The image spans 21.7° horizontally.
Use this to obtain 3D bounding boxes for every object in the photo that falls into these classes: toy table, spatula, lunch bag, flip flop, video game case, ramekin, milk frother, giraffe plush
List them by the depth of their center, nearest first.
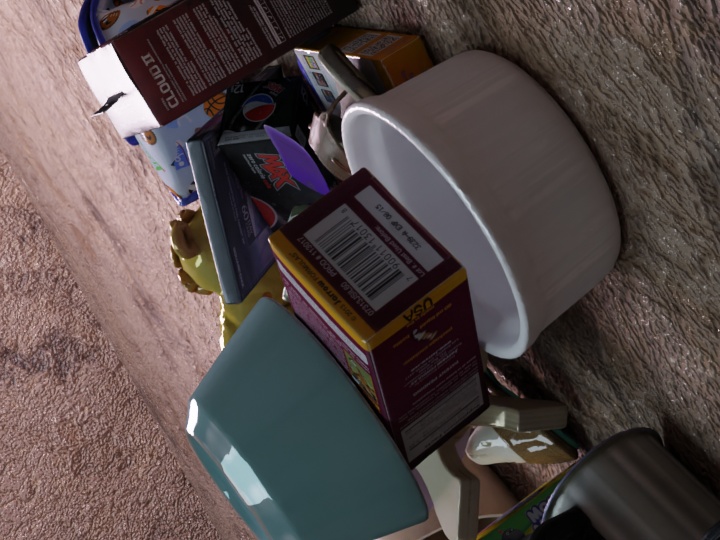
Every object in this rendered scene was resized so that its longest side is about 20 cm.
[{"bbox_3d":[0.084,-0.050,1.258,0.201,0.098,0.201,50,165,19],"label":"ramekin"},{"bbox_3d":[0.225,0.178,1.279,0.188,0.180,0.200,44,118,36],"label":"milk frother"},{"bbox_3d":[-0.008,-0.091,1.384,0.081,0.057,0.200,52,166,22],"label":"flip flop"},{"bbox_3d":[0.058,0.109,1.491,0.117,0.183,0.201,14,115,59],"label":"toy table"},{"bbox_3d":[-0.012,-0.057,1.509,0.056,0.021,0.200,31,176,41],"label":"spatula"},{"bbox_3d":[-0.090,-0.077,1.595,0.200,0.019,0.143,-54,-45,-61],"label":"video game case"},{"bbox_3d":[-0.099,-0.001,1.735,0.162,0.200,0.173,58,167,-6],"label":"giraffe plush"},{"bbox_3d":[-0.185,-0.187,1.782,0.200,0.124,0.170,-120,7,-50],"label":"lunch bag"}]

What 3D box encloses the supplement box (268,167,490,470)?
[{"bbox_3d":[0.017,0.038,1.289,0.110,0.086,0.200,47,166,29],"label":"supplement box"}]

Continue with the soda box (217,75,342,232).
[{"bbox_3d":[-0.050,-0.076,1.572,0.200,0.071,0.064,59,-149,-52],"label":"soda box"}]

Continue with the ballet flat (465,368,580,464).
[{"bbox_3d":[0.102,0.118,1.592,0.200,0.072,0.068,44,180,37],"label":"ballet flat"}]

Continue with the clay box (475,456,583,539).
[{"bbox_3d":[0.121,0.222,1.513,0.048,0.200,0.115,54,165,7],"label":"clay box"}]

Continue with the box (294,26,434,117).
[{"bbox_3d":[0.016,-0.124,1.430,0.119,0.041,0.200,62,167,-20],"label":"box"}]

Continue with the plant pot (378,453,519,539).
[{"bbox_3d":[0.055,0.225,1.826,0.188,0.187,0.200,74,171,-49],"label":"plant pot"}]

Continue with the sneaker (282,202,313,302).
[{"bbox_3d":[0.000,0.000,1.436,0.077,0.089,0.200,23,169,-26],"label":"sneaker"}]

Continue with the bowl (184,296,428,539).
[{"bbox_3d":[-0.052,0.129,1.348,0.201,0.105,0.201,50,166,17],"label":"bowl"}]

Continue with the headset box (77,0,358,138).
[{"bbox_3d":[-0.120,-0.174,1.435,0.077,0.200,0.149,59,164,-10],"label":"headset box"}]
